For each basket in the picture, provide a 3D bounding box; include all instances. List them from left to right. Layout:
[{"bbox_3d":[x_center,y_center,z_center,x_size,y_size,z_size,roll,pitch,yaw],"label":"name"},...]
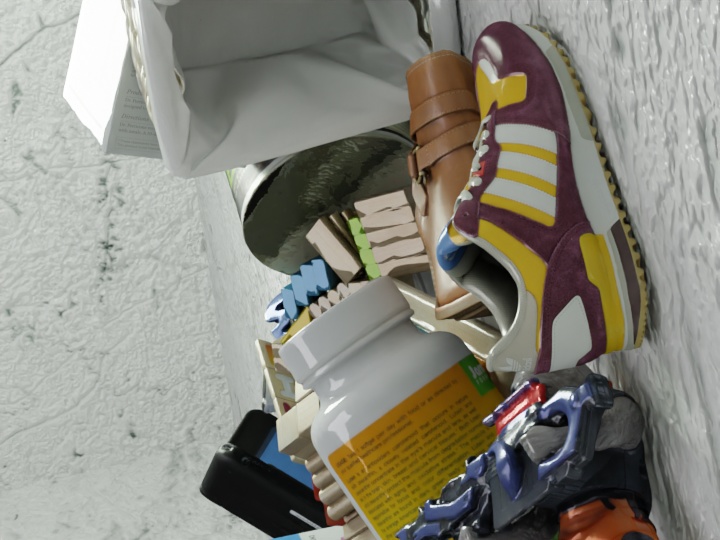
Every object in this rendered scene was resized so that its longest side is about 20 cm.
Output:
[{"bbox_3d":[-0.051,-0.162,1.170,0.123,0.199,0.136,-127,24,-58],"label":"basket"}]

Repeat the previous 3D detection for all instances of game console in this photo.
[{"bbox_3d":[-0.021,0.182,1.541,0.117,0.199,0.176,-59,-1,-25],"label":"game console"}]

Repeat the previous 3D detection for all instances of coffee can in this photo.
[{"bbox_3d":[-0.041,-0.117,1.380,0.147,0.145,0.201,88,166,-50],"label":"coffee can"}]

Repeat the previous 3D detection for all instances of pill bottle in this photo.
[{"bbox_3d":[0.040,0.107,1.096,0.200,0.111,0.111,55,169,5],"label":"pill bottle"}]

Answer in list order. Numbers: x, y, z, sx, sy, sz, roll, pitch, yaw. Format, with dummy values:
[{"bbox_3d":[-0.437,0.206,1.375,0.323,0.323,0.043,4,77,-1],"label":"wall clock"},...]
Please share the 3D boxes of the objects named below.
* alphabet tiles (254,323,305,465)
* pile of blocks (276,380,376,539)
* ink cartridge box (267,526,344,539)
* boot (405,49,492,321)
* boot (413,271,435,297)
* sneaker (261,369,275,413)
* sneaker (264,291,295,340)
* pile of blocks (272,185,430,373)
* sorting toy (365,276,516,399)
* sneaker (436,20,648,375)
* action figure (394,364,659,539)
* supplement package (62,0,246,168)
[{"bbox_3d":[-0.006,0.125,1.542,0.006,0.166,0.201,-50,40,28],"label":"alphabet tiles"},{"bbox_3d":[0.013,0.151,1.175,0.062,0.082,0.201,-38,80,38],"label":"pile of blocks"},{"bbox_3d":[0.025,0.235,1.293,0.145,0.199,0.085,-132,34,-71],"label":"ink cartridge box"},{"bbox_3d":[0.063,-0.052,1.064,0.200,0.073,0.156,173,89,-79],"label":"boot"},{"bbox_3d":[0.029,0.085,1.380,0.074,0.095,0.201,-166,64,-80],"label":"boot"},{"bbox_3d":[-0.020,0.076,1.680,0.200,0.090,0.079,-60,-24,-53],"label":"sneaker"},{"bbox_3d":[0.004,0.059,1.511,0.200,0.080,0.115,52,131,25],"label":"sneaker"},{"bbox_3d":[0.000,0.000,1.329,0.082,0.062,0.200,51,130,8],"label":"pile of blocks"},{"bbox_3d":[0.062,0.111,1.212,0.200,0.036,0.186,21,125,59],"label":"sorting toy"},{"bbox_3d":[0.075,-0.042,0.929,0.075,0.090,0.201,91,164,-57],"label":"sneaker"},{"bbox_3d":[0.107,0.137,0.958,0.200,0.104,0.195,-37,58,53],"label":"action figure"},{"bbox_3d":[-0.122,-0.188,1.270,0.114,0.109,0.201,48,128,53],"label":"supplement package"}]
